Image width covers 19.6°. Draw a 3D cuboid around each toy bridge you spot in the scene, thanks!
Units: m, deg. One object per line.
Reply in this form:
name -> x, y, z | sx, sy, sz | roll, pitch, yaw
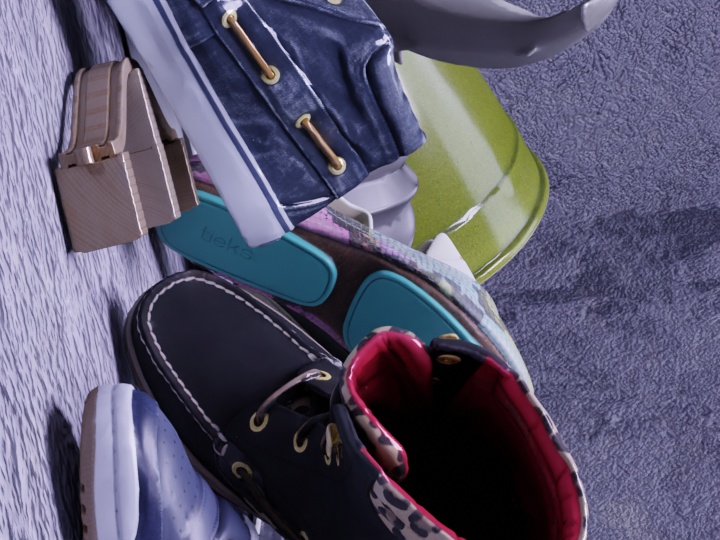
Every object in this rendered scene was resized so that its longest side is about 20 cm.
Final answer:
toy bridge -> -0.092, -0.049, 0.817 | 0.200, 0.027, 0.067 | -70, 147, -85

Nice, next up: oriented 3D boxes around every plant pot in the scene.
plant pot -> -0.012, -0.097, 1.265 | 0.201, 0.200, 0.193 | -97, 163, -57

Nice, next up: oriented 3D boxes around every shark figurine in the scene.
shark figurine -> 0.028, -0.111, 0.902 | 0.214, 0.089, 0.128 | 26, -42, 36

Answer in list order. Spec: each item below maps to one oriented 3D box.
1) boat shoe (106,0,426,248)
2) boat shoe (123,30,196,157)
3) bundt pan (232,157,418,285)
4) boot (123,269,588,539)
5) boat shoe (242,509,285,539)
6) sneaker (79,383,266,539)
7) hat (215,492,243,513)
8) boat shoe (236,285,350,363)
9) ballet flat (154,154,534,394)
boat shoe -> -0.052, -0.112, 0.831 | 0.201, 0.091, 0.071 | 61, -3, -24
boat shoe -> -0.080, -0.124, 0.991 | 0.071, 0.063, 0.201 | -94, 172, -72
bundt pan -> -0.028, -0.063, 1.097 | 0.202, 0.076, 0.202 | 168, -90, -72
boot -> -0.004, 0.057, 0.740 | 0.200, 0.073, 0.151 | 50, -22, 12
boat shoe -> -0.038, 0.132, 0.857 | 0.072, 0.068, 0.200 | 87, 15, -55
sneaker -> -0.024, 0.120, 0.685 | 0.070, 0.108, 0.200 | -96, 175, -67
hat -> 0.040, 0.190, 0.969 | 0.166, 0.199, 0.176 | -114, -158, -50
boat shoe -> -0.003, 0.089, 0.963 | 0.201, 0.074, 0.063 | 52, 15, 28
ballet flat -> 0.000, 0.000, 0.952 | 0.069, 0.200, 0.071 | -62, 177, 40
